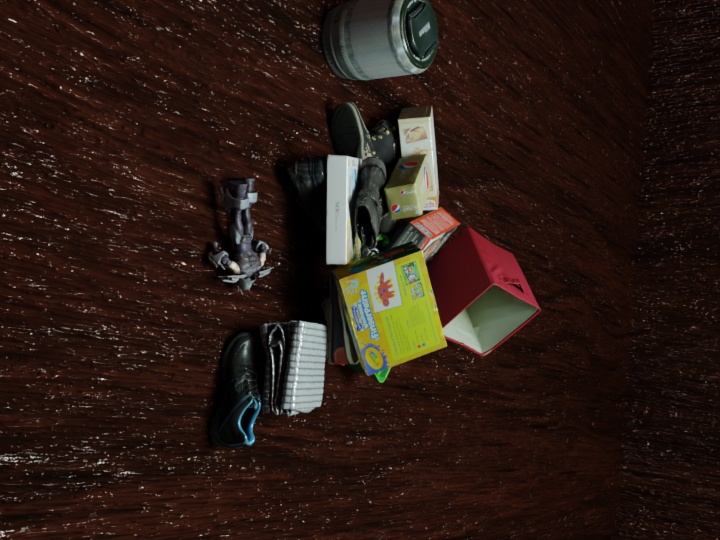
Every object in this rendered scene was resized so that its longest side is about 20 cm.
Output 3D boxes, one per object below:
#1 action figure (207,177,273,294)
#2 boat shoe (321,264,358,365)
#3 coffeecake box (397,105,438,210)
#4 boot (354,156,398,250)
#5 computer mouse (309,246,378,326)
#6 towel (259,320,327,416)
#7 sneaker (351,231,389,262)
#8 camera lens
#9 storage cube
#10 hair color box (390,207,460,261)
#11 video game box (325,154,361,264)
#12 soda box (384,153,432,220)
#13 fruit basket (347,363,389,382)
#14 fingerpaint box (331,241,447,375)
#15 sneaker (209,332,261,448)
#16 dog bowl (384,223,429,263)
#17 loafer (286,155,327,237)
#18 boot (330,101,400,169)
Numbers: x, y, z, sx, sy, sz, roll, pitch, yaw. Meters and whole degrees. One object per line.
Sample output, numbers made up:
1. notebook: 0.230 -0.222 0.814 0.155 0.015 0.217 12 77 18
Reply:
1. action figure: -0.206 -0.058 1.506 0.130 0.069 0.202 -20 111 -61
2. boat shoe: -0.045 0.085 1.682 0.071 0.062 0.202 -18 102 -63
3. coffeecake box: 0.130 -0.247 1.913 0.154 0.072 0.202 -73 158 -70
4. boot: 0.023 -0.103 1.690 0.175 0.069 0.201 -81 159 -45
5. computer mouse: -0.031 0.033 1.735 0.059 0.034 0.200 45 78 -15
6. towel: -0.124 0.174 1.581 0.200 0.085 0.167 22 73 -76
7. sneaker: 0.000 0.000 1.787 0.078 0.085 0.202 40 60 -48
8. camera lens: 0.044 -0.466 1.731 0.159 0.199 0.162 -2 93 -55
9. storage cube: 0.256 0.047 1.906 0.170 0.200 0.181 26 31 -37
10. hair color box: 0.133 -0.065 1.841 0.102 0.061 0.200 -54 168 25
11. video game box: -0.031 -0.119 1.674 0.182 0.046 0.202 -29 121 -78
12. soda box: 0.099 -0.171 1.751 0.200 0.063 0.068 -67 145 -64
13. fruit basket: 0.062 0.110 1.781 0.156 0.214 0.217 59 46 -37
14. fingerpaint box: 0.054 0.070 1.626 0.165 0.073 0.202 -20 110 -7
15. sneaker: -0.199 0.209 1.508 0.073 0.081 0.202 21 72 -50
16. dog bowl: 0.098 -0.025 1.958 0.201 0.049 0.112 -58 135 -35
17. loafer: -0.089 -0.140 1.671 0.201 0.072 0.073 80 12 -47
18. boot: 0.015 -0.275 1.810 0.151 0.073 0.201 -47 127 -45
